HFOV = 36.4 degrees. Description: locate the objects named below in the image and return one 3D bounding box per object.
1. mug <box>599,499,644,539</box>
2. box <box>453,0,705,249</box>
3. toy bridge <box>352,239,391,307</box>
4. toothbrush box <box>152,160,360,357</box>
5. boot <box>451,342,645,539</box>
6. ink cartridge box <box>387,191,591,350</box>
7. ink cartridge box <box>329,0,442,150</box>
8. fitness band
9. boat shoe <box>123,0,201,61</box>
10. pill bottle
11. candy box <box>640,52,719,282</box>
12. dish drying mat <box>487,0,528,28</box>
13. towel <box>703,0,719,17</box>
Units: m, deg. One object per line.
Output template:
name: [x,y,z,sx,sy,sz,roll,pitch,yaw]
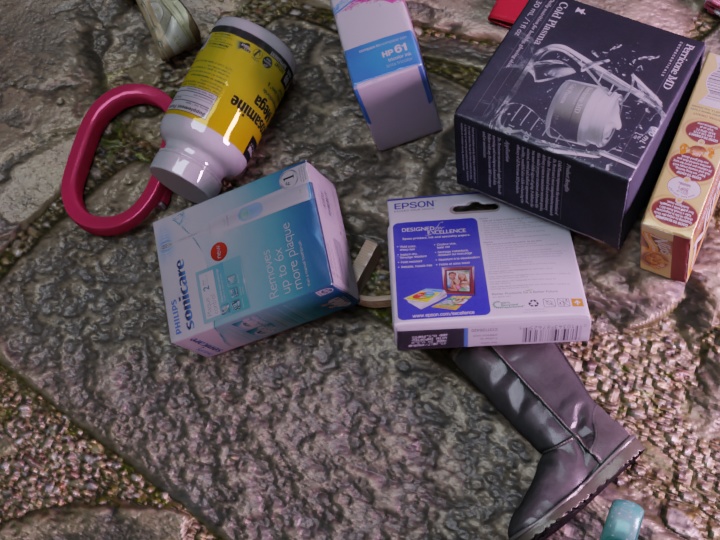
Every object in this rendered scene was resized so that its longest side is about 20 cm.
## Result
mug: [0.217,0.320,0.979,0.184,0.115,0.153,-37,64,-3]
box: [0.227,-0.162,1.149,0.194,0.125,0.201,24,64,20]
toy bridge: [0.000,0.000,1.213,0.198,0.027,0.068,24,76,23]
toothbrush box: [-0.116,-0.009,1.196,0.197,0.085,0.149,-19,68,18]
boot: [0.159,0.151,1.087,0.181,0.073,0.200,-36,70,-17]
ink cartridge box: [0.127,-0.004,1.142,0.194,0.048,0.202,-4,40,3]
ink cartridge box: [0.021,-0.266,1.249,0.083,0.145,0.203,-18,65,6]
fitness band: [-0.289,-0.137,1.341,0.141,0.037,0.203,7,70,20]
boat shoe: [-0.283,-0.351,1.405,0.063,0.073,0.201,-38,72,-8]
pill bottle: [-0.164,-0.184,1.283,0.111,0.113,0.202,21,75,21]
candy box: [0.344,-0.103,1.117,0.055,0.116,0.202,20,74,21]
dish drying mat: [0.227,-0.373,1.311,0.076,0.018,0.202,21,76,22]
towel: [0.500,-0.295,1.206,0.199,0.030,0.147,40,82,22]
